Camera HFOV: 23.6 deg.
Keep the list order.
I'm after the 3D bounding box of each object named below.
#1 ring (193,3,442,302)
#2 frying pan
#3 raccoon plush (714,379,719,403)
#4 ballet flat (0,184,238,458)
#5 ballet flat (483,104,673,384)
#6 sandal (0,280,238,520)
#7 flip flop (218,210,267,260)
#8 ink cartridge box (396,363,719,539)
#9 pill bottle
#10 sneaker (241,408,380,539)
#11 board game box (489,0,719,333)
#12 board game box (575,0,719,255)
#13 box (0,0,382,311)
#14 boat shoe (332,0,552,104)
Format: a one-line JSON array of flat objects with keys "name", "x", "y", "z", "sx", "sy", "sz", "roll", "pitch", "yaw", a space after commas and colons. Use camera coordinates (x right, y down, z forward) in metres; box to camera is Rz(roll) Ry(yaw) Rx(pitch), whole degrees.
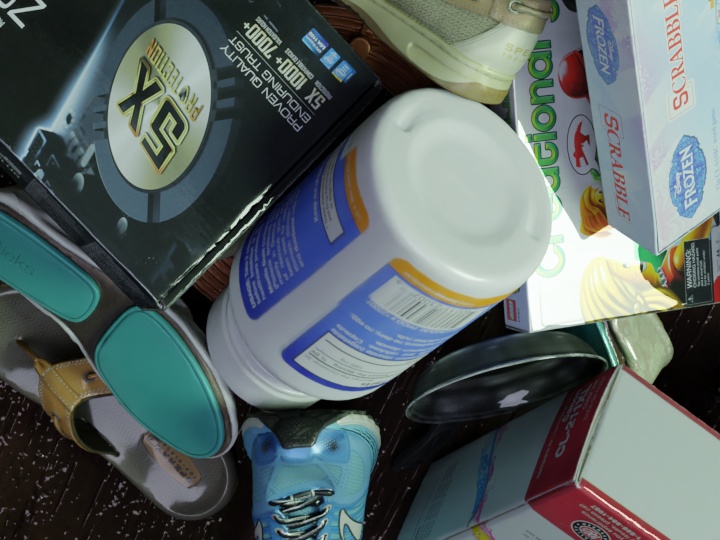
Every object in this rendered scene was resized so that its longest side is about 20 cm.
[{"name": "ring", "x": -0.025, "y": -0.052, "z": 0.981, "sx": 0.199, "sy": 0.019, "sz": 0.202, "roll": 0, "pitch": 113, "yaw": 1}, {"name": "frying pan", "x": 0.077, "y": 0.072, "z": 0.983, "sx": 0.114, "sy": 0.190, "sz": 0.031, "roll": -11, "pitch": 73, "yaw": -7}, {"name": "raccoon plush", "x": 0.284, "y": 0.118, "z": 0.987, "sx": 0.096, "sy": 0.134, "sz": 0.200, "roll": -31, "pitch": 109, "yaw": 11}, {"name": "ballet flat", "x": -0.137, "y": 0.020, "z": 0.977, "sx": 0.200, "sy": 0.069, "sz": 0.069, "roll": 43, "pitch": 107, "yaw": -5}, {"name": "ballet flat", "x": 0.123, "y": -0.022, "z": 0.974, "sx": 0.062, "sy": 0.067, "sz": 0.201, "roll": -30, "pitch": 107, "yaw": -29}, {"name": "sandal", "x": -0.152, "y": 0.081, "z": 1.016, "sx": 0.082, "sy": 0.055, "sz": 0.200, "roll": -37, "pitch": 106, "yaw": 14}, {"name": "flip flop", "x": -0.147, "y": -0.061, "z": 0.945, "sx": 0.199, "sy": 0.058, "sz": 0.081, "roll": 29, "pitch": 113, "yaw": -4}, {"name": "ink cartridge box", "x": 0.130, "y": 0.151, "z": 0.979, "sx": 0.145, "sy": 0.083, "sz": 0.200, "roll": 35, "pitch": 146, "yaw": -14}, {"name": "pill bottle", "x": 0.000, "y": 0.000, "z": 0.901, "sx": 0.112, "sy": 0.112, "sz": 0.200, "roll": 36, "pitch": 140, "yaw": -14}, {"name": "sneaker", "x": -0.025, "y": 0.147, "z": 0.983, "sx": 0.078, "sy": 0.090, "sz": 0.201, "roll": -3, "pitch": 145, "yaw": 1}, {"name": "board game box", "x": 0.131, "y": -0.075, "z": 0.913, "sx": 0.125, "sy": 0.035, "sz": 0.202, "roll": -8, "pitch": 99, "yaw": -21}, {"name": "board game box", "x": 0.195, "y": -0.139, "z": 0.849, "sx": 0.199, "sy": 0.041, "sz": 0.201, "roll": -33, "pitch": 133, "yaw": -21}, {"name": "box", "x": -0.118, "y": -0.106, "z": 0.876, "sx": 0.164, "sy": 0.086, "sz": 0.200, "roll": -45, "pitch": 100, "yaw": -12}, {"name": "boat shoe", "x": 0.007, "y": -0.164, "z": 0.873, "sx": 0.200, "sy": 0.073, "sz": 0.063, "roll": 41, "pitch": 113, "yaw": 21}]
